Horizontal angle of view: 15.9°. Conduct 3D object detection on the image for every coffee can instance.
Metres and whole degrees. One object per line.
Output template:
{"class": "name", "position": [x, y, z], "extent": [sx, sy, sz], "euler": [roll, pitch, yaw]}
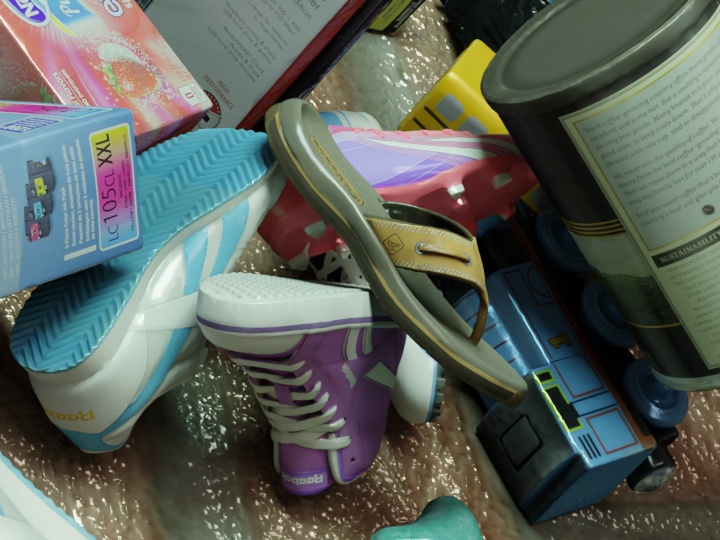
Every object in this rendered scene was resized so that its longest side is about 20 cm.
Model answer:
{"class": "coffee can", "position": [0.177, -0.056, 1.425], "extent": [0.201, 0.146, 0.147], "euler": [57, 34, -20]}

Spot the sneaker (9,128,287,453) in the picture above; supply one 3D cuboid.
{"class": "sneaker", "position": [-0.103, 0.004, 1.328], "extent": [0.076, 0.081, 0.200], "euler": [16, 52, 33]}

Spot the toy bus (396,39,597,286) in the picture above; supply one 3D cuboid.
{"class": "toy bus", "position": [0.115, -0.044, 1.599], "extent": [0.200, 0.078, 0.065], "euler": [43, 39, -3]}

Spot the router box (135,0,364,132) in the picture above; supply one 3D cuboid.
{"class": "router box", "position": [-0.109, -0.176, 1.433], "extent": [0.200, 0.180, 0.049], "euler": [47, 38, 3]}

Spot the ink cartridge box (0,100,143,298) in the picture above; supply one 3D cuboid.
{"class": "ink cartridge box", "position": [-0.218, -0.026, 1.226], "extent": [0.199, 0.136, 0.077], "euler": [-24, 112, -49]}

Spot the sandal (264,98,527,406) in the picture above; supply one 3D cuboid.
{"class": "sandal", "position": [0.027, -0.015, 1.335], "extent": [0.201, 0.054, 0.082], "euler": [54, 11, 3]}

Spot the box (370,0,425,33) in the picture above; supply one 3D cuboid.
{"class": "box", "position": [-0.052, -0.203, 1.614], "extent": [0.199, 0.050, 0.076], "euler": [7, 52, -39]}

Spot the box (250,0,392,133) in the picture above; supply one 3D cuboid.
{"class": "box", "position": [-0.076, -0.197, 1.465], "extent": [0.200, 0.198, 0.050], "euler": [48, 39, 2]}

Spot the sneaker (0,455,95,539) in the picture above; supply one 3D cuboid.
{"class": "sneaker", "position": [-0.195, 0.122, 1.163], "extent": [0.200, 0.077, 0.081], "euler": [37, 40, -7]}

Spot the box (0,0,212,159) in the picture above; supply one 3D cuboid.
{"class": "box", "position": [-0.189, -0.126, 1.383], "extent": [0.102, 0.095, 0.201], "euler": [-25, 75, -49]}

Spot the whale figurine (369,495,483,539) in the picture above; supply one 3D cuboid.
{"class": "whale figurine", "position": [0.092, 0.198, 1.342], "extent": [0.159, 0.104, 0.201], "euler": [-21, 72, -49]}

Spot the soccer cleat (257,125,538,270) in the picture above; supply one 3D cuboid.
{"class": "soccer cleat", "position": [0.020, -0.056, 1.435], "extent": [0.199, 0.067, 0.077], "euler": [-15, 63, -34]}

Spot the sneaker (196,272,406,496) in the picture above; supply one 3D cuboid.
{"class": "sneaker", "position": [-0.028, 0.062, 1.332], "extent": [0.200, 0.072, 0.115], "euler": [9, 91, -64]}

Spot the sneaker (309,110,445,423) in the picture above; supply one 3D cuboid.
{"class": "sneaker", "position": [0.000, 0.000, 1.476], "extent": [0.072, 0.072, 0.201], "euler": [-11, 65, -17]}

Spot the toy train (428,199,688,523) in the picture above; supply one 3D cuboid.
{"class": "toy train", "position": [0.109, 0.047, 1.512], "extent": [0.114, 0.087, 0.201], "euler": [-12, 65, -40]}

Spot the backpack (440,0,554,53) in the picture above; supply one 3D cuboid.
{"class": "backpack", "position": [0.178, -0.178, 1.676], "extent": [0.182, 0.200, 0.135], "euler": [13, 46, -35]}
